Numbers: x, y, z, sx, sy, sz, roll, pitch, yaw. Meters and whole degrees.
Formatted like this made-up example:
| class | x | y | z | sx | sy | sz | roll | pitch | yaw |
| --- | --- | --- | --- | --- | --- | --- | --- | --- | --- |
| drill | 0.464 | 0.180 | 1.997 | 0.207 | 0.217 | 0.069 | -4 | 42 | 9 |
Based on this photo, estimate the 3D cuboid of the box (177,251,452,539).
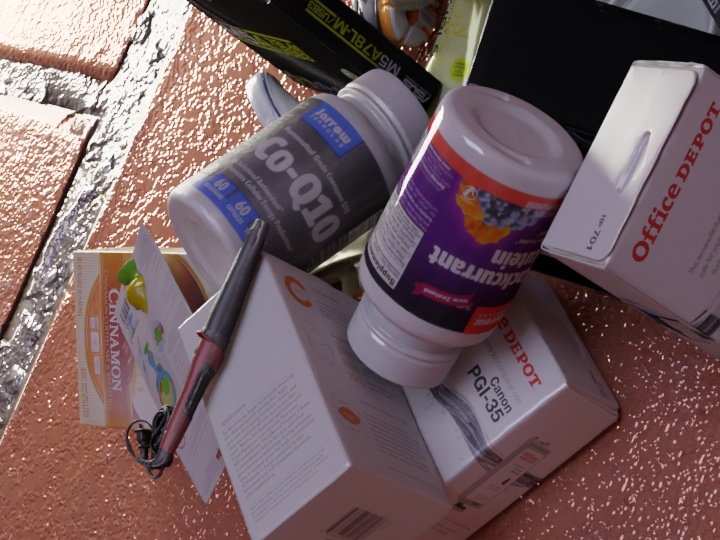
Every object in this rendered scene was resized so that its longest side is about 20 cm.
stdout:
| class | x | y | z | sx | sy | sz | roll | pitch | yaw |
| --- | --- | --- | --- | --- | --- | --- | --- | --- | --- |
| box | -0.035 | 0.106 | 1.280 | 0.097 | 0.124 | 0.201 | -40 | 49 | 20 |

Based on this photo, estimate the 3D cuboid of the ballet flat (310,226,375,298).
| class | x | y | z | sx | sy | sz | roll | pitch | yaw |
| --- | --- | --- | --- | --- | --- | --- | --- | --- | --- |
| ballet flat | 0.000 | 0.000 | 1.455 | 0.199 | 0.069 | 0.070 | -18 | 59 | 41 |

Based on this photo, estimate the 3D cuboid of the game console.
| class | x | y | z | sx | sy | sz | roll | pitch | yaw |
| --- | --- | --- | --- | --- | --- | --- | --- | --- | --- |
| game console | 0.170 | -0.093 | 1.304 | 0.198 | 0.117 | 0.177 | 17 | 121 | 5 |

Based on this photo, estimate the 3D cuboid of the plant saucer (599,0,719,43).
| class | x | y | z | sx | sy | sz | roll | pitch | yaw |
| --- | --- | --- | --- | --- | --- | --- | --- | --- | --- |
| plant saucer | 0.236 | -0.176 | 1.360 | 0.199 | 0.050 | 0.202 | -17 | 59 | 32 |

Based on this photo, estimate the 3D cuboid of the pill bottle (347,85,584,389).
| class | x | y | z | sx | sy | sz | roll | pitch | yaw |
| --- | --- | --- | --- | --- | --- | --- | --- | --- | --- |
| pill bottle | 0.066 | -0.018 | 1.236 | 0.112 | 0.111 | 0.201 | 56 | 130 | 40 |

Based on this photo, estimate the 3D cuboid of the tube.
| class | x | y | z | sx | sy | sz | roll | pitch | yaw |
| --- | --- | --- | --- | --- | --- | --- | --- | --- | --- |
| tube | 0.099 | -0.219 | 1.489 | 0.051 | 0.058 | 0.202 | 21 | 87 | 3 |

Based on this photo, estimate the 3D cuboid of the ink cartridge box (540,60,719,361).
| class | x | y | z | sx | sy | sz | roll | pitch | yaw |
| --- | --- | --- | --- | --- | --- | --- | --- | --- | --- |
| ink cartridge box | 0.241 | -0.028 | 1.177 | 0.147 | 0.199 | 0.086 | -62 | 26 | -3 |

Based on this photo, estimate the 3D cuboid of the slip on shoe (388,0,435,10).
| class | x | y | z | sx | sy | sz | roll | pitch | yaw |
| --- | --- | --- | --- | --- | --- | --- | --- | --- | --- |
| slip on shoe | 0.071 | -0.305 | 1.518 | 0.061 | 0.074 | 0.201 | 16 | 66 | 33 |

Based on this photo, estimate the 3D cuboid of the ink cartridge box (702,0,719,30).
| class | x | y | z | sx | sy | sz | roll | pitch | yaw |
| --- | --- | --- | --- | --- | --- | --- | --- | --- | --- |
| ink cartridge box | 0.306 | -0.179 | 1.252 | 0.201 | 0.039 | 0.100 | 65 | 146 | 21 |

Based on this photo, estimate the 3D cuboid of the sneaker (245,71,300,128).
| class | x | y | z | sx | sy | sz | roll | pitch | yaw |
| --- | --- | --- | --- | --- | --- | --- | --- | --- | --- |
| sneaker | -0.029 | -0.112 | 1.533 | 0.071 | 0.073 | 0.200 | -40 | 59 | 5 |

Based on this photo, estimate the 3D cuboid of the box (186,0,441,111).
| class | x | y | z | sx | sy | sz | roll | pitch | yaw |
| --- | --- | --- | --- | --- | --- | --- | --- | --- | --- |
| box | -0.056 | -0.206 | 1.489 | 0.199 | 0.193 | 0.048 | 24 | 84 | 50 |

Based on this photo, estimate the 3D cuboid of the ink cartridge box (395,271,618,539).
| class | x | y | z | sx | sy | sz | roll | pitch | yaw |
| --- | --- | --- | --- | --- | --- | --- | --- | --- | --- |
| ink cartridge box | 0.074 | 0.104 | 1.334 | 0.200 | 0.083 | 0.147 | -41 | 49 | 17 |

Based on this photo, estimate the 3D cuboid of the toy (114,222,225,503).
| class | x | y | z | sx | sy | sz | roll | pitch | yaw |
| --- | --- | --- | --- | --- | --- | --- | --- | --- | --- |
| toy | -0.135 | 0.069 | 1.410 | 0.201 | 0.047 | 0.116 | 56 | 142 | 29 |

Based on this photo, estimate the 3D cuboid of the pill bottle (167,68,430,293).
| class | x | y | z | sx | sy | sz | roll | pitch | yaw |
| --- | --- | --- | --- | --- | --- | --- | --- | --- | --- |
| pill bottle | -0.041 | -0.066 | 1.379 | 0.199 | 0.114 | 0.114 | -36 | 45 | -19 |

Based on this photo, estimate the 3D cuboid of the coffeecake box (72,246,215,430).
| class | x | y | z | sx | sy | sz | roll | pitch | yaw |
| --- | --- | --- | --- | --- | --- | --- | --- | --- | --- |
| coffeecake box | -0.150 | 0.059 | 1.504 | 0.199 | 0.073 | 0.155 | 1 | 94 | 38 |

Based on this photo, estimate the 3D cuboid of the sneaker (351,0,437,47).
| class | x | y | z | sx | sy | sz | roll | pitch | yaw |
| --- | --- | --- | --- | --- | --- | --- | --- | --- | --- |
| sneaker | 0.027 | -0.286 | 1.561 | 0.077 | 0.078 | 0.202 | -12 | 60 | 46 |

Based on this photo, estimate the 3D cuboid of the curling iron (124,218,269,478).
| class | x | y | z | sx | sy | sz | roll | pitch | yaw |
| --- | --- | --- | --- | --- | --- | --- | --- | --- | --- |
| curling iron | -0.115 | 0.054 | 1.268 | 0.049 | 0.025 | 0.201 | 23 | 87 | 42 |
